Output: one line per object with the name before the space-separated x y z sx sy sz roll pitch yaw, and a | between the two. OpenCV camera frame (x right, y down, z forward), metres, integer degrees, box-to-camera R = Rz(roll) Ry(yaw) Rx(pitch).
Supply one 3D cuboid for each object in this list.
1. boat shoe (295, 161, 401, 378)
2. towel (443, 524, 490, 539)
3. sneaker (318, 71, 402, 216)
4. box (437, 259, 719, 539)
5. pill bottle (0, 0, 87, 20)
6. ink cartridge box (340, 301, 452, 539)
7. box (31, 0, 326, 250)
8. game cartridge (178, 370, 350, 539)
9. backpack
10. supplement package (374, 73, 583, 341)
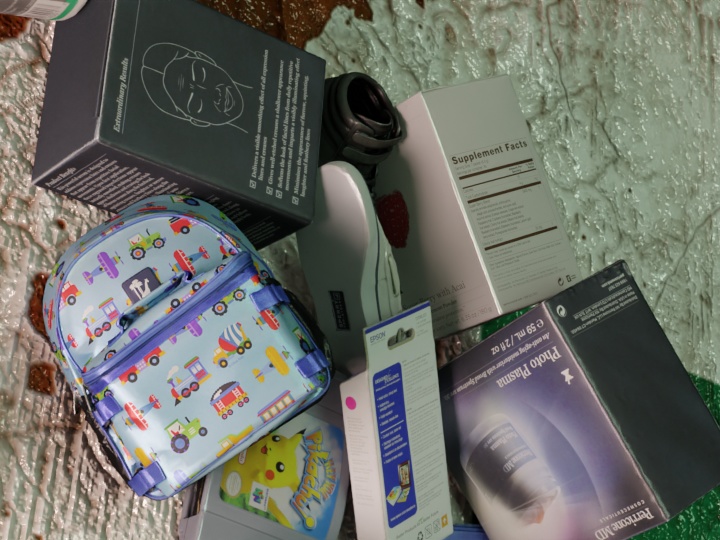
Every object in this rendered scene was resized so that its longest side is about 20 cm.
boat shoe | 0.000 0.000 1.304 0.066 0.071 0.202 -39 124 -51
towel | 0.122 0.317 1.353 0.144 0.024 0.202 9 68 -36
sneaker | -0.004 -0.075 1.342 0.070 0.099 0.202 -13 84 -43
box | 0.175 0.131 1.328 0.123 0.200 0.199 -24 81 -42
pill bottle | -0.297 -0.249 1.153 0.199 0.113 0.114 2 73 -40
ink cartridge box | 0.029 0.132 1.275 0.094 0.037 0.202 -21 111 -52
box | -0.138 -0.118 1.240 0.199 0.107 0.150 21 62 -34
game cartridge | -0.069 0.155 1.247 0.133 0.040 0.201 28 58 -33
backpack | -0.134 0.043 1.142 0.182 0.135 0.201 -31 86 -6
supplement package | 0.088 -0.052 1.394 0.119 0.121 0.201 -16 84 -41
